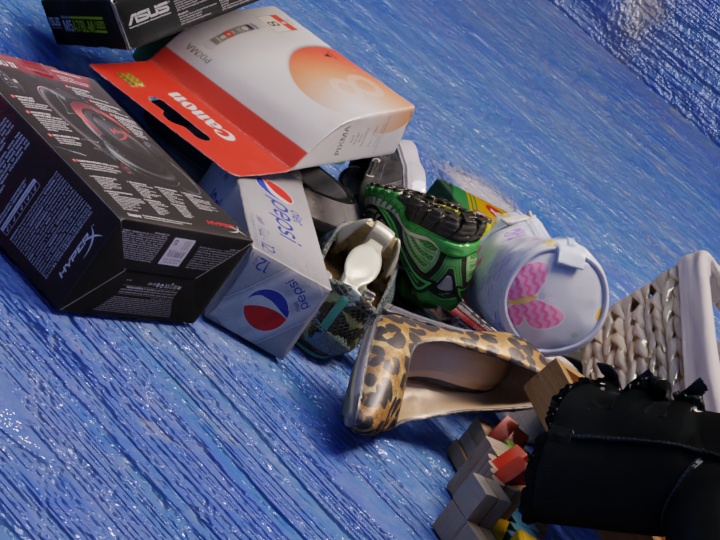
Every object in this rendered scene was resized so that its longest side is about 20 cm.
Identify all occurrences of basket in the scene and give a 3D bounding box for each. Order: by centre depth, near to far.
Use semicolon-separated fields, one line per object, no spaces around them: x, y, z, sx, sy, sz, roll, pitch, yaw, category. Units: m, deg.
0.244;0.110;1.633;0.136;0.123;0.200;46;29;-30;basket

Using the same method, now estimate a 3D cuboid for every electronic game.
-0.083;-0.080;1.746;0.200;0.042;0.200;31;10;-6;electronic game

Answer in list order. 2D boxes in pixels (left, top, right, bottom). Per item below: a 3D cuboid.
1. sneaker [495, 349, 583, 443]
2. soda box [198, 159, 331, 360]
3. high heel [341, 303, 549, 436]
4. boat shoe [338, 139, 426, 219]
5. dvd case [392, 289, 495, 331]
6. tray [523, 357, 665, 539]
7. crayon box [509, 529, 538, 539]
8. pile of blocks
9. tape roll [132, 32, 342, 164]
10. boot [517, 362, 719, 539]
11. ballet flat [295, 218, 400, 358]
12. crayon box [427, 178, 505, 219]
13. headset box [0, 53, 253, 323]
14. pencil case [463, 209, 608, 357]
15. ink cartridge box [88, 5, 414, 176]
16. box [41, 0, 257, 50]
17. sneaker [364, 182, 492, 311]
0.136;0.084;1.717;0.200;0.071;0.099;23;16;-50;sneaker
-0.074;-0.018;1.550;0.068;0.063;0.200;29;17;-20;soda box
0.066;0.081;1.483;0.142;0.072;0.200;20;21;5;high heel
0.014;-0.075;1.910;0.066;0.070;0.200;8;14;-6;boat shoe
0.044;0.036;1.733;0.146;0.022;0.200;40;15;9;dvd case
0.182;0.154;1.462;0.099;0.037;0.200;34;22;-39;tray
0.140;0.234;1.318;0.200;0.051;0.127;33;16;-13;crayon box
0.102;0.147;1.463;0.082;0.062;0.200;36;16;-4;pile of blocks
-0.092;-0.155;1.836;0.200;0.048;0.200;27;9;-5;tape roll
0.175;0.150;1.340;0.162;0.198;0.073;9;-35;27;boot
0.000;0.000;1.602;0.074;0.074;0.200;35;24;-7;ballet flat
0.139;0.009;1.928;0.127;0.051;0.200;24;21;-39;crayon box
-0.187;-0.060;1.405;0.200;0.075;0.149;45;17;25;headset box
0.130;0.009;1.669;0.083;0.091;0.200;32;4;-10;pencil case
-0.079;-0.138;1.643;0.162;0.050;0.200;38;26;26;ink cartridge box
-0.129;-0.225;1.713;0.193;0.200;0.048;12;-57;67;box
0.040;-0.019;1.724;0.078;0.085;0.200;14;6;-12;sneaker
